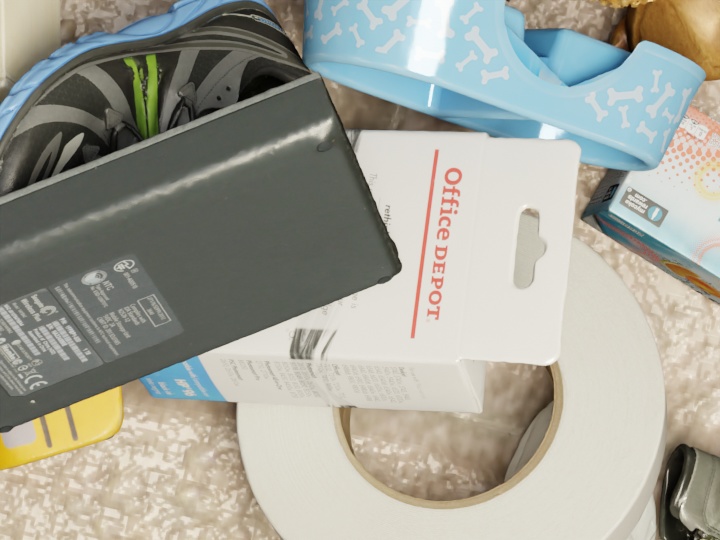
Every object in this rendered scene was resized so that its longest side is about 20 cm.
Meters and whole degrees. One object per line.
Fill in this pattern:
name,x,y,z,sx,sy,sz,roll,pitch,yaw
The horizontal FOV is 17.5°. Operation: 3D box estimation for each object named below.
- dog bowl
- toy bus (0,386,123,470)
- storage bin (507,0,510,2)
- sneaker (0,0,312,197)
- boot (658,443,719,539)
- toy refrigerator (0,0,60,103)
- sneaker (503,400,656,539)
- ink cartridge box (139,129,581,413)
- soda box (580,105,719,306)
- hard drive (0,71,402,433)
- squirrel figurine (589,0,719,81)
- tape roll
dog bowl,0.061,-0.092,1.055,0.200,0.111,0.050,17,86,-28
toy bus,-0.160,-0.013,1.094,0.078,0.065,0.200,-16,89,-5
storage bin,-0.006,-0.199,1.064,0.134,0.200,0.146,-4,87,5
sneaker,-0.093,-0.059,1.008,0.083,0.071,0.200,44,49,15
boot,0.204,0.182,1.125,0.131,0.068,0.200,-1,78,-13
toy refrigerator,-0.239,-0.093,1.044,0.200,0.070,0.076,-7,74,15
sneaker,0.109,0.156,1.100,0.078,0.099,0.200,3,86,-8
ink cartridge box,0.000,0.000,1.065,0.200,0.068,0.116,2,66,13
soda box,0.212,-0.003,1.142,0.200,0.064,0.068,32,83,-4
hard drive,-0.090,-0.002,0.967,0.200,0.140,0.033,-21,61,2
squirrel figurine,0.137,-0.176,1.089,0.141,0.200,0.187,7,106,35
tape roll,0.042,0.066,1.088,0.203,0.037,0.203,-4,66,8
